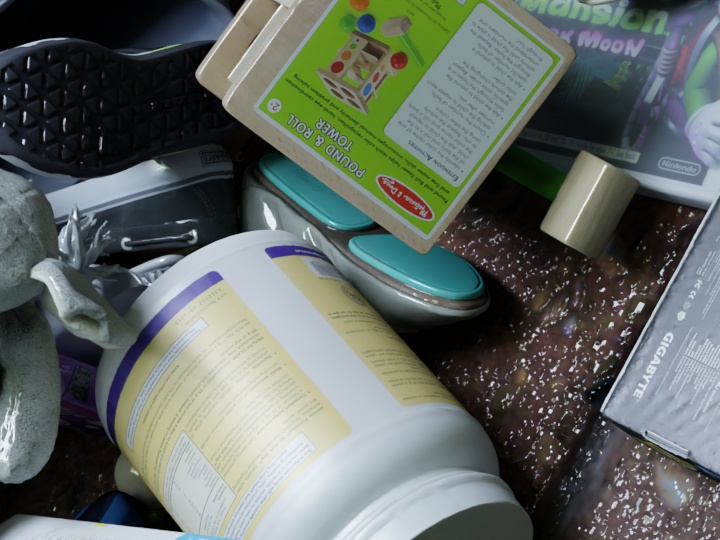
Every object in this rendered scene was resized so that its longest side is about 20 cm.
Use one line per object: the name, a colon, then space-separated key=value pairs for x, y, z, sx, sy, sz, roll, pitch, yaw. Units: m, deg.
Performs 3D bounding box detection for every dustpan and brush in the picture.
dustpan and brush: x=-0.150 y=0.022 z=1.414 sx=0.200 sy=0.140 sz=0.057 roll=-19 pitch=68 yaw=31

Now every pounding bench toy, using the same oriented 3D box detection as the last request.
pounding bench toy: x=0.036 y=-0.084 z=1.302 sx=0.124 sy=0.200 sz=0.156 roll=-54 pitch=14 yaw=3

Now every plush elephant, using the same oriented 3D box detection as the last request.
plush elephant: x=-0.194 y=0.013 z=1.213 sx=0.200 sy=0.155 sz=0.165 roll=-41 pitch=74 yaw=-19

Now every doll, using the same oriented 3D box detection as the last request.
doll: x=-0.160 y=0.169 z=1.377 sx=0.200 sy=0.048 sz=0.136 roll=-48 pitch=2 yaw=-27

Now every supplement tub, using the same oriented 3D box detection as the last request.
supplement tub: x=-0.023 y=0.092 z=1.256 sx=0.145 sy=0.145 sz=0.200 roll=-49 pitch=57 yaw=11

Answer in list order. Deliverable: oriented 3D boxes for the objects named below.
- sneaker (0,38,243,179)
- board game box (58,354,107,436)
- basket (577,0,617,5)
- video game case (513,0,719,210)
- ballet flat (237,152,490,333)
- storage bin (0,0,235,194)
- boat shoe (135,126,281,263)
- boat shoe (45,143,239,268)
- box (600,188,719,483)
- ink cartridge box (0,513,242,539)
sneaker: x=-0.142 y=-0.083 z=1.346 sx=0.083 sy=0.200 sz=0.072 roll=-5 pitch=91 yaw=39
board game box: x=-0.200 y=0.056 z=1.403 sx=0.120 sy=0.200 sz=0.032 roll=-3 pitch=70 yaw=41
basket: x=0.146 y=-0.245 z=1.282 sx=0.135 sy=0.123 sz=0.200 roll=-11 pitch=48 yaw=31
video game case: x=0.155 y=-0.128 z=1.314 sx=0.200 sy=0.023 sz=0.182 roll=16 pitch=79 yaw=45
ballet flat: x=0.000 y=0.000 z=1.367 sx=0.200 sy=0.067 sz=0.064 roll=36 pitch=121 yaw=46
storage bin: x=-0.186 y=-0.155 z=1.456 sx=0.200 sy=0.146 sz=0.134 roll=-37 pitch=42 yaw=24
boat shoe: x=-0.075 y=-0.087 z=1.463 sx=0.200 sy=0.068 sz=0.072 roll=-45 pitch=46 yaw=15
boat shoe: x=-0.151 y=-0.019 z=1.443 sx=0.200 sy=0.069 sz=0.057 roll=-18 pitch=85 yaw=36
box: x=0.220 y=0.015 z=1.163 sx=0.160 sy=0.049 sz=0.200 roll=26 pitch=86 yaw=43
ink cartridge box: x=-0.133 y=0.185 z=1.235 sx=0.200 sy=0.068 sz=0.115 roll=2 pitch=113 yaw=40
